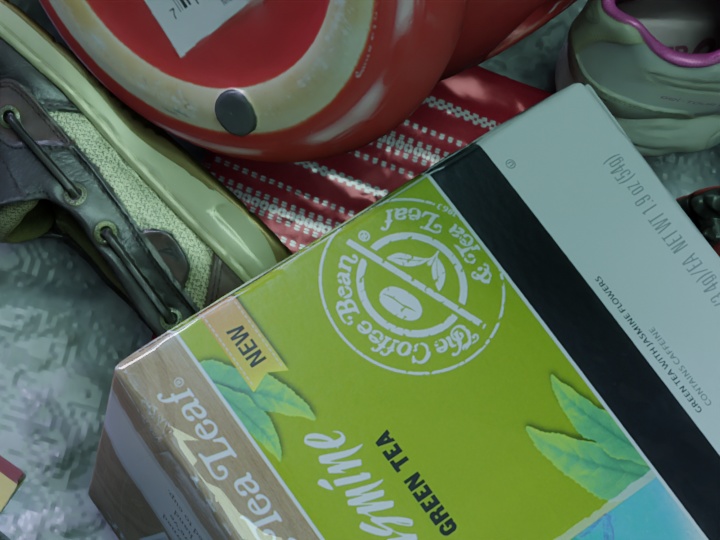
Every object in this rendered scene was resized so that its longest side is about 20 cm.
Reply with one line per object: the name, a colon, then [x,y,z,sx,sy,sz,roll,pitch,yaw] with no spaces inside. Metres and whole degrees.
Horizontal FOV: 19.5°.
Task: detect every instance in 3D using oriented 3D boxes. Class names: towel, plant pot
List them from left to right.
plant pot: [-0.012,-0.151,0.711,0.201,0.200,0.182,50,43,0]
towel: [0.000,0.000,0.804,0.144,0.022,0.202,20,71,-12]

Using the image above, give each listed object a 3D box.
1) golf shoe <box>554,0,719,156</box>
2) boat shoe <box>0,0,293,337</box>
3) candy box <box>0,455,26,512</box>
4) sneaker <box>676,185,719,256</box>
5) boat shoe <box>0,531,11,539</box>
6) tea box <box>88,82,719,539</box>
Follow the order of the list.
golf shoe: [0.174,-0.097,0.803,0.198,0.092,0.076,-13,67,-2]
boat shoe: [-0.110,-0.038,0.744,0.200,0.073,0.065,38,78,10]
candy box: [-0.209,0.109,0.639,0.116,0.056,0.200,37,99,-5]
sneaker: [0.187,-0.005,0.806,0.098,0.199,0.071,14,61,-59]
boat shoe: [-0.191,0.070,0.706,0.200,0.072,0.071,43,51,-7]
tea box: [0.045,0.084,0.697,0.196,0.134,0.200,-33,77,-22]
